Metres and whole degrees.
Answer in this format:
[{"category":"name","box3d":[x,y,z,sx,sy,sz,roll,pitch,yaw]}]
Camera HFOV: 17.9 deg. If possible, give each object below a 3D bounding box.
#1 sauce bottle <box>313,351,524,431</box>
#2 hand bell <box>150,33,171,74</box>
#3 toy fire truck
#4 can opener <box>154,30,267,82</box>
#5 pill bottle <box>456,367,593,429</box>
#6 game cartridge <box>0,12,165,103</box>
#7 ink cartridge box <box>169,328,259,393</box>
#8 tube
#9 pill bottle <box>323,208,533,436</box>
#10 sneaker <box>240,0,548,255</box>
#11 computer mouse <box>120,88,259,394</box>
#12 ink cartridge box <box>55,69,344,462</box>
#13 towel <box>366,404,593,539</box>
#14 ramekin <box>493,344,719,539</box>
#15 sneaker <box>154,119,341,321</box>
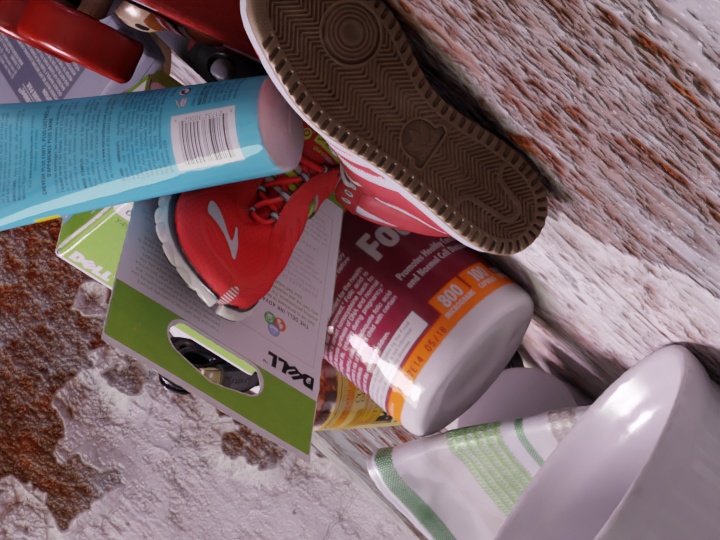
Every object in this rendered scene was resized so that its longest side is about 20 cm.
[{"category":"sauce bottle","box3d":[0.027,0.071,1.528,0.200,0.066,0.066,-3,-153,-41]},{"category":"hand bell","box3d":[-0.140,-0.109,1.503,0.104,0.104,0.200,49,176,-33]},{"category":"toy fire truck","box3d":[-0.110,-0.152,1.272,0.168,0.112,0.200,25,180,-30]},{"category":"can opener","box3d":[-0.089,-0.128,1.404,0.200,0.079,0.063,49,-177,28]},{"category":"pill bottle","box3d":[0.122,0.138,1.552,0.112,0.112,0.200,39,171,23]},{"category":"game cartridge","box3d":[-0.210,-0.142,1.515,0.041,0.133,0.200,18,-154,-42]},{"category":"ink cartridge box","box3d":[-0.063,0.000,1.605,0.085,0.144,0.200,53,168,-20]},{"category":"tube","box3d":[-0.129,-0.064,1.213,0.200,0.078,0.050,-7,157,25]},{"category":"pill bottle","box3d":[0.000,0.000,1.434,0.200,0.114,0.114,40,171,18]},{"category":"sneaker","box3d":[0.000,-0.083,1.179,0.200,0.071,0.112,44,168,-21]},{"category":"computer mouse","box3d":[-0.107,-0.014,1.384,0.044,0.110,0.200,-32,74,40]},{"category":"ink cartridge box","box3d":[-0.094,0.009,1.278,0.148,0.200,0.076,34,132,-27]},{"category":"towel","box3d":[0.122,0.139,1.419,0.200,0.031,0.149,-13,140,26]},{"category":"ramekin","box3d":[0.149,0.148,1.224,0.098,0.201,0.200,37,172,-6]},{"category":"sneaker","box3d":[-0.047,-0.052,1.240,0.077,0.085,0.200,43,-145,-14]}]
